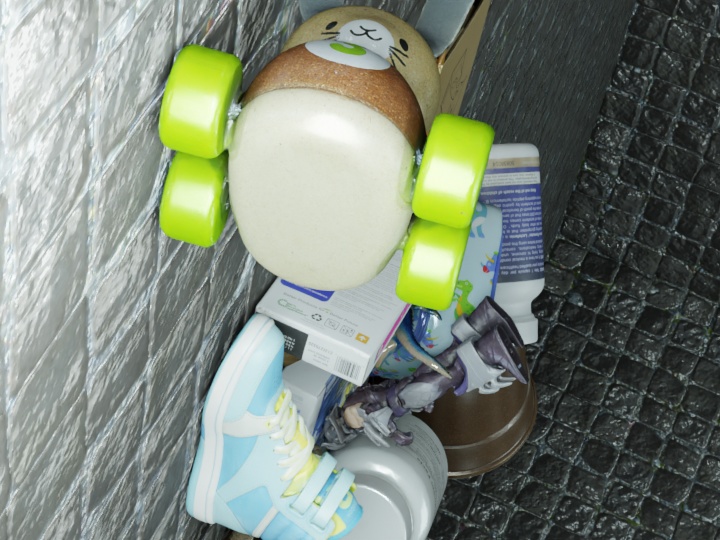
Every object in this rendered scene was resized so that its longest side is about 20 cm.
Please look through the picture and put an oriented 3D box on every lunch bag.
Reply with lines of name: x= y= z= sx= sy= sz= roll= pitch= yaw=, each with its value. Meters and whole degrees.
lunch bag: x=0.067 y=0.017 z=1.719 sx=0.200 sy=0.082 sz=0.162 roll=137 pitch=-33 yaw=-71

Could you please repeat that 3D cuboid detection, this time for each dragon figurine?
dragon figurine: x=0.030 y=0.028 z=1.569 sx=0.099 sy=0.199 sz=0.059 roll=-38 pitch=119 yaw=-23

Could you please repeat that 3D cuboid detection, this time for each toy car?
toy car: x=-0.002 y=-0.104 z=0.995 sx=0.158 sy=0.163 sz=0.201 roll=100 pitch=6 yaw=-57

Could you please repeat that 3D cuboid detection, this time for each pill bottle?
pill bottle: x=0.129 y=-0.026 z=1.862 sx=0.116 sy=0.115 sz=0.202 roll=-13 pitch=100 yaw=-79
pill bottle: x=0.012 y=0.204 z=1.639 sx=0.200 sy=0.114 sz=0.115 roll=-49 pitch=160 yaw=-76

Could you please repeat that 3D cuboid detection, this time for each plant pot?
plant pot: x=0.099 y=0.094 z=2.019 sx=0.199 sy=0.199 sz=0.201 roll=86 pitch=28 yaw=-55

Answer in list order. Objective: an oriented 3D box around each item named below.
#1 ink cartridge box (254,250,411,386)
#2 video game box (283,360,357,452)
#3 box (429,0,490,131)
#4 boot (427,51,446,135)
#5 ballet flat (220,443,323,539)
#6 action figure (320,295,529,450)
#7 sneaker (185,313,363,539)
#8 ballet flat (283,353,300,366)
ink cartridge box: x=-0.005 y=0.006 z=1.425 sx=0.200 sy=0.094 sz=0.037 roll=-56 pitch=167 yaw=-51
video game box: x=-0.046 y=0.130 z=1.658 sx=0.200 sy=0.047 sz=0.183 roll=-53 pitch=166 yaw=-57
box: x=0.073 y=-0.157 z=1.718 sx=0.201 sy=0.021 sz=0.164 roll=102 pitch=14 yaw=-47
boot: x=0.040 y=-0.122 z=1.445 sx=0.145 sy=0.070 sz=0.201 roll=-67 pitch=167 yaw=22
ballet flat: x=-0.086 y=0.220 z=1.510 sx=0.200 sy=0.046 sz=0.068 roll=-46 pitch=152 yaw=-32
action figure: x=0.046 y=0.106 z=1.579 sx=0.199 sy=0.070 sz=0.130 roll=-31 pitch=-168 yaw=18
sneaker: x=-0.049 y=0.127 z=1.345 sx=0.080 sy=0.130 sz=0.201 roll=-56 pitch=165 yaw=-46
ballet flat: x=0.000 y=0.000 z=1.511 sx=0.068 sy=0.072 sz=0.201 roll=91 pitch=24 yaw=-61
